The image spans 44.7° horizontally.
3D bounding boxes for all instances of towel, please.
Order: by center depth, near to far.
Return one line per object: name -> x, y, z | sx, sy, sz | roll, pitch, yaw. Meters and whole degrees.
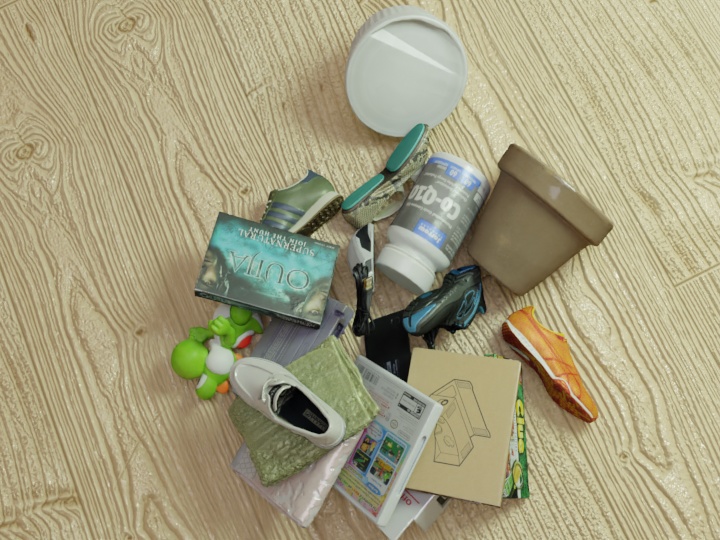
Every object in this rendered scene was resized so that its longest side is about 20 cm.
towel -> -0.082, 0.202, 1.249 | 0.198, 0.037, 0.150 | -33, 64, 1
towel -> -0.090, 0.248, 1.297 | 0.189, 0.032, 0.203 | 21, 77, 43

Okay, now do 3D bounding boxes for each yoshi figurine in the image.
yoshi figurine -> -0.229, 0.095, 1.363 | 0.110, 0.112, 0.204 | 18, 80, 25

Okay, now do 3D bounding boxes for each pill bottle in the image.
pill bottle -> 0.110, -0.071, 1.368 | 0.112, 0.114, 0.203 | 29, 79, 11

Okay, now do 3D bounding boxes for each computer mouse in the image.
computer mouse -> 0.000, 0.000, 1.337 | 0.043, 0.112, 0.202 | -3, 32, 3

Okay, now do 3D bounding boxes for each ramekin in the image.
ramekin -> 0.068, -0.327, 1.402 | 0.197, 0.206, 0.095 | -11, 37, 1

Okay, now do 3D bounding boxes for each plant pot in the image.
plant pot -> 0.253, -0.064, 1.333 | 0.200, 0.200, 0.176 | 42, 99, 13

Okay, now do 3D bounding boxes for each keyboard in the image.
keyboard -> 0.069, 0.151, 1.325 | 0.125, 0.021, 0.204 | -19, 56, 19

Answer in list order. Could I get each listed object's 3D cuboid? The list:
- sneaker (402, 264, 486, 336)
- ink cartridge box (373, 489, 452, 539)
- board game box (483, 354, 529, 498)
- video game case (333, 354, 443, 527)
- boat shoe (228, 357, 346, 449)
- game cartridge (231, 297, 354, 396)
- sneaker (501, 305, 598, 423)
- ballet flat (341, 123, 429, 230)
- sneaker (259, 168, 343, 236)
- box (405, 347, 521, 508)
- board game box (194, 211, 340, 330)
sneaker -> 0.135, 0.060, 1.306 | 0.072, 0.199, 0.084 | -11, 104, 41
ink cartridge box -> 0.087, 0.292, 1.286 | 0.200, 0.067, 0.115 | -48, 55, -7
board game box -> 0.216, 0.231, 1.292 | 0.023, 0.104, 0.205 | -9, 74, 29
video game case -> 0.015, 0.239, 1.268 | 0.199, 0.023, 0.185 | 25, 88, 53
boat shoe -> -0.109, 0.177, 1.209 | 0.198, 0.066, 0.072 | 35, 81, 24
game cartridge -> -0.105, 0.125, 1.346 | 0.128, 0.038, 0.202 | 20, 74, 46
sneaker -> 0.299, 0.139, 1.326 | 0.076, 0.073, 0.202 | -33, 78, -15
ballet flat -> 0.055, -0.143, 1.415 | 0.200, 0.068, 0.075 | -47, 116, 4
sneaker -> -0.127, -0.085, 1.419 | 0.199, 0.067, 0.090 | -38, 69, -6
box -> 0.134, 0.217, 1.238 | 0.160, 0.021, 0.204 | 6, 70, 18
board game box -> -0.140, 0.000, 1.330 | 0.195, 0.028, 0.138 | 15, 64, -3
